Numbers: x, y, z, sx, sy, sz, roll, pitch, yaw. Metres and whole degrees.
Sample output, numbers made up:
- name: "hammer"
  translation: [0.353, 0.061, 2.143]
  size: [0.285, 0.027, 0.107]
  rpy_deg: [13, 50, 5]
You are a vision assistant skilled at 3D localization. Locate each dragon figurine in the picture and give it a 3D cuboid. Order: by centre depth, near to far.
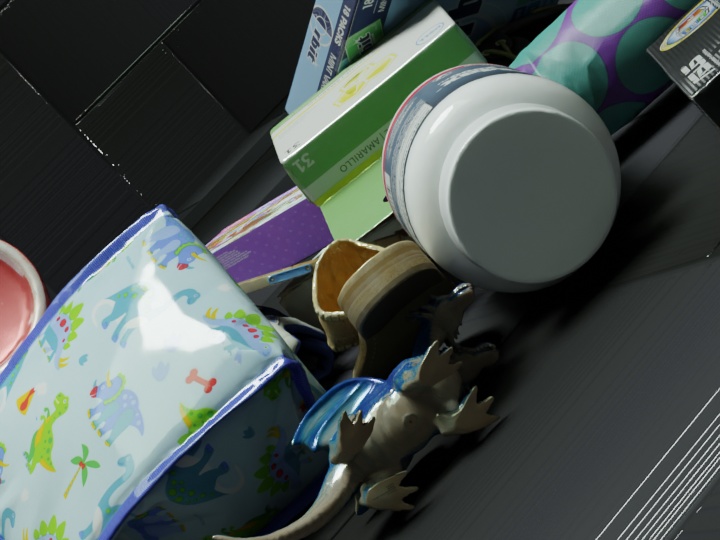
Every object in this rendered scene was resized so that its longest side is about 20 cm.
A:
- name: "dragon figurine"
  translation: [0.007, 0.085, 1.169]
  size: [0.200, 0.059, 0.099]
  rpy_deg: [-45, 8, -16]

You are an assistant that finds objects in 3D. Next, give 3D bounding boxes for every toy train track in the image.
- name: "toy train track"
  translation: [0.000, 0.000, 1.516]
  size: [0.199, 0.033, 0.115]
  rpy_deg: [-17, 3, -1]

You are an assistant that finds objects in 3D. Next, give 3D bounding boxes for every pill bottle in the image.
- name: "pill bottle"
  translation: [0.079, -0.051, 1.276]
  size: [0.120, 0.120, 0.200]
  rpy_deg: [-44, 10, 1]

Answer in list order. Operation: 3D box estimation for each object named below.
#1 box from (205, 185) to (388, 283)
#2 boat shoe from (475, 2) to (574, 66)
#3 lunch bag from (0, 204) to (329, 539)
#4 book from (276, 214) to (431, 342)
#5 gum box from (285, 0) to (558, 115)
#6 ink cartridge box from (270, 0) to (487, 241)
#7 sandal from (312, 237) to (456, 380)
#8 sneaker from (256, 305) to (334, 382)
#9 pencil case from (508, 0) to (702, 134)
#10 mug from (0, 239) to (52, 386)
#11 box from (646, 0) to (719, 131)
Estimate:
- name: "box"
  translation: [-0.028, -0.042, 1.611]
  size: [0.199, 0.039, 0.137]
  rpy_deg: [-30, 7, 21]
- name: "boat shoe"
  translation: [0.103, -0.137, 1.595]
  size: [0.201, 0.072, 0.061]
  rpy_deg: [-32, -22, -50]
- name: "lunch bag"
  translation: [-0.126, 0.096, 1.323]
  size: [0.200, 0.128, 0.170]
  rpy_deg: [-40, 45, -4]
- name: "book"
  translation: [0.042, -0.043, 1.662]
  size: [0.200, 0.048, 0.134]
  rpy_deg: [-37, 10, 30]
- name: "gum box"
  translation: [0.055, -0.184, 1.610]
  size: [0.199, 0.045, 0.170]
  rpy_deg: [-22, -30, -31]
- name: "ink cartridge box"
  translation: [0.017, -0.096, 1.469]
  size: [0.145, 0.048, 0.200]
  rpy_deg: [-39, 15, 5]
- name: "sandal"
  translation: [0.006, 0.007, 1.272]
  size: [0.077, 0.070, 0.212]
  rpy_deg: [-38, -14, -6]
- name: "sneaker"
  translation: [-0.057, 0.065, 1.570]
  size: [0.200, 0.087, 0.076]
  rpy_deg: [-9, -76, -77]
- name: "pencil case"
  translation: [0.181, -0.153, 1.403]
  size: [0.200, 0.085, 0.092]
  rpy_deg: [-42, -34, 13]
- name: "mug"
  translation: [-0.221, 0.057, 1.472]
  size: [0.177, 0.134, 0.200]
  rpy_deg: [-29, -24, -12]
- name: "box"
  translation: [0.237, -0.146, 1.251]
  size: [0.160, 0.044, 0.200]
  rpy_deg: [-42, 9, 9]
